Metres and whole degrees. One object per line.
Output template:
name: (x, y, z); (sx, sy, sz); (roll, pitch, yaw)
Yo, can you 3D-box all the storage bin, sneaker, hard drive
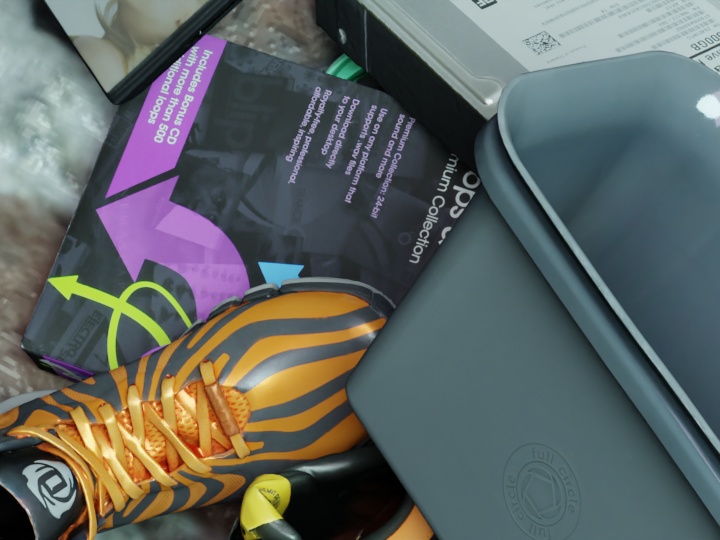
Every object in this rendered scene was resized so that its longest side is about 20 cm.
storage bin: (0.097, 0.051, 0.882); (0.145, 0.134, 0.201); (-14, 63, -47)
sneaker: (-0.078, 0.068, 0.992); (0.199, 0.112, 0.078); (-24, 94, 21)
sneaker: (-0.026, 0.104, 0.992); (0.199, 0.090, 0.070); (-27, 42, 30)
hard drive: (0.091, -0.081, 1.050); (0.139, 0.038, 0.200); (-25, 49, -22)

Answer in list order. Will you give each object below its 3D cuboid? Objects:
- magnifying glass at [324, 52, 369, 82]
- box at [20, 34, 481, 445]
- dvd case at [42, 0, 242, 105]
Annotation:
magnifying glass: (0.000, 0.000, 1.095); (0.079, 0.022, 0.201); (16, 78, 4)
box: (-0.013, -0.001, 1.066); (0.199, 0.036, 0.144); (18, 78, 12)
dvd case: (-0.077, -0.161, 1.003); (0.018, 0.200, 0.143); (-32, 88, -41)
